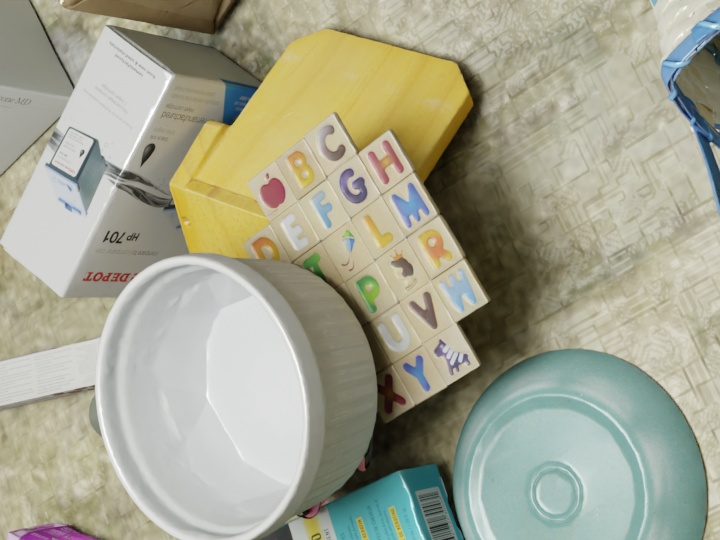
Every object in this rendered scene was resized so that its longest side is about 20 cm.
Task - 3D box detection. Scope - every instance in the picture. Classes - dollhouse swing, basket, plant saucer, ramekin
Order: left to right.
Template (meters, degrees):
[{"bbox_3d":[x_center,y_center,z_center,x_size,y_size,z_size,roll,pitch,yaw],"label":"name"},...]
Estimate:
[{"bbox_3d":[-0.081,0.084,1.125,0.199,0.105,0.202,5,98,37],"label":"ramekin"},{"bbox_3d":[-0.010,-0.054,1.245,0.199,0.176,0.183,19,139,31],"label":"dollhouse swing"},{"bbox_3d":[0.144,0.156,1.138,0.199,0.036,0.202,-1,88,33],"label":"plant saucer"},{"bbox_3d":[0.275,-0.133,0.992,0.176,0.139,0.201,-35,40,27],"label":"basket"}]

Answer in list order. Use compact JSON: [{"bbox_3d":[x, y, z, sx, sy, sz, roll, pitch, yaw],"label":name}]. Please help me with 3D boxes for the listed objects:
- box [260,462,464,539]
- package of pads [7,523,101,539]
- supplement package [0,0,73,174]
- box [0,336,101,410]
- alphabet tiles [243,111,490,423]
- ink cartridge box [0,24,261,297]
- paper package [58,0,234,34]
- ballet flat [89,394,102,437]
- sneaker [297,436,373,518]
[{"bbox_3d":[-0.016,0.219,1.219,0.199,0.049,0.083,-30,73,33],"label":"box"},{"bbox_3d":[-0.253,0.326,1.361,0.120,0.076,0.201,15,96,29],"label":"package of pads"},{"bbox_3d":[-0.373,-0.144,1.426,0.200,0.121,0.120,-39,69,26],"label":"supplement package"},{"bbox_3d":[-0.264,0.089,1.397,0.199,0.039,0.042,-15,80,31],"label":"box"},{"bbox_3d":[0.000,0.000,1.123,0.166,0.006,0.201,-34,83,39],"label":"alphabet tiles"},{"bbox_3d":[-0.176,-0.082,1.284,0.086,0.146,0.201,35,107,26],"label":"ink cartridge box"},{"bbox_3d":[-0.192,-0.300,1.275,0.104,0.190,0.200,-48,65,26],"label":"paper package"},{"bbox_3d":[-0.145,0.106,1.288,0.199,0.064,0.068,-15,105,23],"label":"ballet flat"},{"bbox_3d":[-0.059,0.152,1.219,0.200,0.079,0.096,-39,39,34],"label":"sneaker"}]
